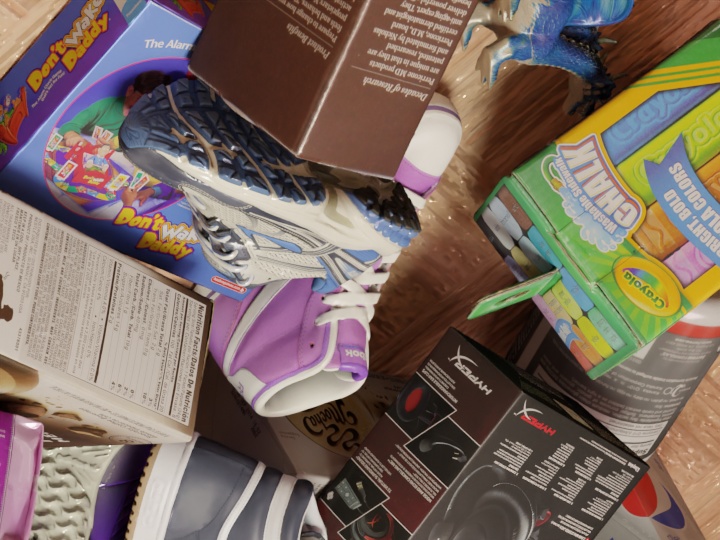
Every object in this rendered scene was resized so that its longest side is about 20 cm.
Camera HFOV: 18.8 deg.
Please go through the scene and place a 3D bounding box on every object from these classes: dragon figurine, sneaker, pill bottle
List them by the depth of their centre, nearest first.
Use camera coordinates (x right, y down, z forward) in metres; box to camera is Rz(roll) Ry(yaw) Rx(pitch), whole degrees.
[{"bbox_3d":[-0.055,-0.029,1.100,0.085,0.077,0.200,-43,142,21],"label":"sneaker"},{"bbox_3d":[0.107,-0.156,1.157,0.099,0.059,0.200,-19,146,-20],"label":"dragon figurine"},{"bbox_3d":[0.000,0.000,1.214,0.201,0.114,0.073,-47,139,17],"label":"sneaker"},{"bbox_3d":[-0.083,0.186,1.215,0.108,0.070,0.201,16,119,2],"label":"sneaker"},{"bbox_3d":[-0.147,0.108,1.239,0.201,0.069,0.100,-61,164,-11],"label":"sneaker"},{"bbox_3d":[0.157,0.057,1.386,0.116,0.116,0.200,-2,135,-34],"label":"pill bottle"}]

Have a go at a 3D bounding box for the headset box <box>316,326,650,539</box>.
[{"bbox_3d":[0.053,0.152,1.268,0.149,0.075,0.200,30,99,-47],"label":"headset box"}]

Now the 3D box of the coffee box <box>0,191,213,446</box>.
[{"bbox_3d":[-0.181,0.024,1.087,0.113,0.080,0.200,-6,158,34],"label":"coffee box"}]

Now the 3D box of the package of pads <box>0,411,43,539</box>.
[{"bbox_3d":[-0.243,0.117,1.116,0.120,0.076,0.200,11,161,-17],"label":"package of pads"}]

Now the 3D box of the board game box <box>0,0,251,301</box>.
[{"bbox_3d":[-0.091,-0.069,1.126,0.134,0.045,0.200,-45,141,17],"label":"board game box"}]

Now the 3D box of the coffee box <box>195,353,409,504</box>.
[{"bbox_3d":[-0.012,0.123,1.342,0.200,0.113,0.080,15,123,-44],"label":"coffee box"}]

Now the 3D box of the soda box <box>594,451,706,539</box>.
[{"bbox_3d":[0.184,0.178,1.466,0.063,0.200,0.068,26,117,-35],"label":"soda box"}]

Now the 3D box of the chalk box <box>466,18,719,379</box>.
[{"bbox_3d":[0.150,-0.024,1.227,0.200,0.124,0.125,-37,175,-10],"label":"chalk box"}]

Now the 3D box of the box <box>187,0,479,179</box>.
[{"bbox_3d":[0.007,-0.155,1.017,0.075,0.100,0.200,14,110,-45],"label":"box"}]
